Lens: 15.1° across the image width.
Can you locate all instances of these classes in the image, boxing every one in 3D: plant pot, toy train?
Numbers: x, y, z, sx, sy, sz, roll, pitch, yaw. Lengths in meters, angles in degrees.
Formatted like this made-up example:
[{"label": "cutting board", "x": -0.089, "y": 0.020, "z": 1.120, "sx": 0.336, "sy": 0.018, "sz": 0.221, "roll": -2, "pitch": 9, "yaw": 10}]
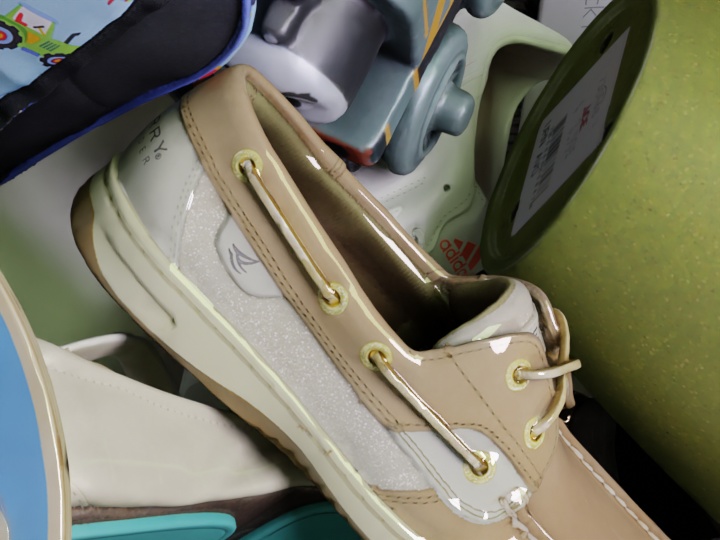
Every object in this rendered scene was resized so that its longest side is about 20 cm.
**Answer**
[{"label": "plant pot", "x": 0.141, "y": 0.008, "z": 0.771, "sx": 0.200, "sy": 0.187, "sz": 0.188, "roll": 28, "pitch": 60, "yaw": -12}, {"label": "toy train", "x": 0.015, "y": -0.116, "z": 0.754, "sx": 0.085, "sy": 0.114, "sz": 0.200, "roll": 25, "pitch": 75, "yaw": 12}]

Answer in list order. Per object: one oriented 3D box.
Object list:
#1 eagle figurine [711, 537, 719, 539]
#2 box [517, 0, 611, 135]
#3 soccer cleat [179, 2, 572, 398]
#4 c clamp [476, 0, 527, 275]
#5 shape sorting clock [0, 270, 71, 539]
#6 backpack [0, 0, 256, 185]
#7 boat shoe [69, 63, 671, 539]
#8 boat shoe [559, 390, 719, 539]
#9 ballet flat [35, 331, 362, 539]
[{"label": "eagle figurine", "x": 0.032, "y": 0.155, "z": 0.765, "sx": 0.199, "sy": 0.152, "sz": 0.151, "roll": 5, "pitch": 41, "yaw": -16}, {"label": "box", "x": 0.101, "y": -0.066, "z": 0.917, "sx": 0.122, "sy": 0.047, "sz": 0.201, "roll": 50, "pitch": 46, "yaw": -54}, {"label": "soccer cleat", "x": 0.000, "y": 0.000, "z": 0.802, "sx": 0.069, "sy": 0.077, "sz": 0.201, "roll": 67, "pitch": 43, "yaw": -63}, {"label": "c clamp", "x": 0.032, "y": -0.077, "z": 0.903, "sx": 0.170, "sy": 0.027, "sz": 0.201, "roll": 20, "pitch": 67, "yaw": -34}, {"label": "shape sorting clock", "x": -0.161, "y": 0.056, "z": 0.611, "sx": 0.039, "sy": 0.199, "sz": 0.201, "roll": 27, "pitch": 54, "yaw": -76}, {"label": "backpack", "x": -0.110, "y": -0.115, "z": 0.681, "sx": 0.182, "sy": 0.200, "sz": 0.135, "roll": 38, "pitch": 57, "yaw": -25}, {"label": "boat shoe", "x": 0.019, "y": 0.029, "z": 0.691, "sx": 0.200, "sy": 0.066, "sz": 0.074, "roll": 40, "pitch": 21, "yaw": -11}, {"label": "boat shoe", "x": 0.105, "y": 0.126, "z": 0.879, "sx": 0.200, "sy": 0.073, "sz": 0.075, "roll": 55, "pitch": 51, "yaw": -14}, {"label": "ballet flat", "x": -0.040, "y": 0.050, "z": 0.711, "sx": 0.200, "sy": 0.069, "sz": 0.070, "roll": 17, "pitch": 66, "yaw": -57}]
